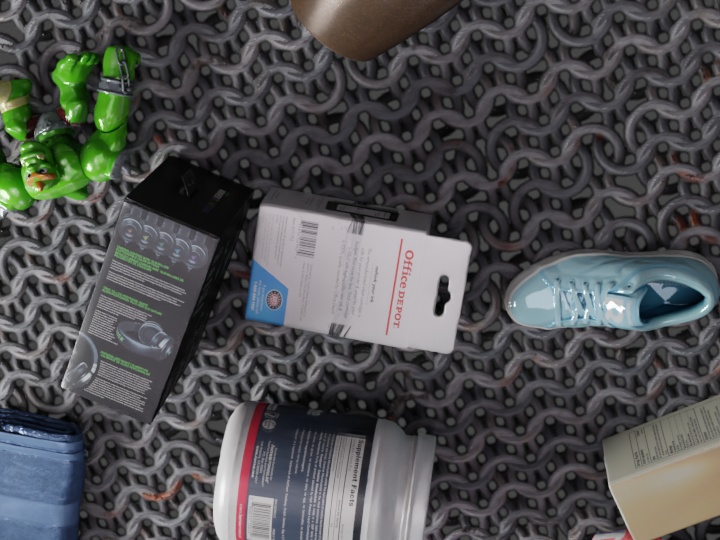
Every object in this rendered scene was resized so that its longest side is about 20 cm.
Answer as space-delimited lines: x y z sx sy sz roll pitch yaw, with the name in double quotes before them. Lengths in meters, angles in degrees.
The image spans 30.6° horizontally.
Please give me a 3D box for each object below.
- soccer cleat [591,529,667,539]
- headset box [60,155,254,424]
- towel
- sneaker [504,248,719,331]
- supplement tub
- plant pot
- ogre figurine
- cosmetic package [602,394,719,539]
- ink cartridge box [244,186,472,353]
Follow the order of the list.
"soccer cleat" 0.283 0.348 1.320 0.076 0.067 0.202 1 115 37
"headset box" -0.179 0.006 1.202 0.092 0.174 0.201 22 109 -1
"towel" -0.343 0.245 1.361 0.110 0.049 0.202 11 107 3
"sneaker" 0.230 0.021 1.208 0.198 0.082 0.075 -10 105 10
"supplement tub" -0.033 0.206 1.264 0.198 0.140 0.142 8 108 4
"plant pot" 0.033 -0.280 1.104 0.186 0.187 0.200 38 122 -6
"ogre figurine" -0.286 -0.126 1.221 0.198 0.098 0.121 -16 87 -4
"cosmetic package" 0.333 0.173 1.232 0.199 0.105 0.072 -23 103 14
"ink cartridge box" 0.000 0.000 1.235 0.198 0.068 0.117 11 108 4
